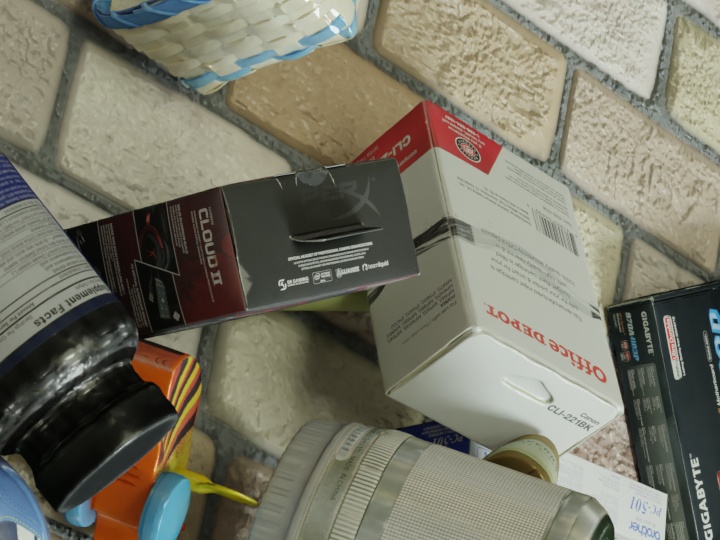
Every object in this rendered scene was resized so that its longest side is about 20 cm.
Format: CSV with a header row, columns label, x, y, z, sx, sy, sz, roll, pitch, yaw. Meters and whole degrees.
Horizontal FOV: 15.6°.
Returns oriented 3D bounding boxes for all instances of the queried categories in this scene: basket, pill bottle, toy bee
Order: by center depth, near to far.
label,x,y,z,sx,sy,sz,roll,pitch,yaw
pill bottle,-0.192,0.028,1.428,0.200,0.112,0.112,51,45,7
toy bee,-0.134,0.130,1.532,0.131,0.201,0.109,38,16,8
basket,-0.099,-0.214,1.589,0.200,0.175,0.140,50,34,-43

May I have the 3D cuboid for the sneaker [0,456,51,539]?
label,x,y,z,sx,sy,sz,roll,pitch,yaw
sneaker,-0.206,0.179,1.439,0.201,0.074,0.082,63,21,-12

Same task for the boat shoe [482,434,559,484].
label,x,y,z,sx,sy,sz,roll,pitch,yaw
boat shoe,0.068,0.184,1.665,0.074,0.200,0.066,40,30,4

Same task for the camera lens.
label,x,y,z,sx,sy,sz,roll,pitch,yaw
camera lens,0.043,0.186,1.545,0.160,0.199,0.161,18,90,-76

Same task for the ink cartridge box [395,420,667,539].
label,x,y,z,sx,sy,sz,roll,pitch,yaw
ink cartridge box,0.108,0.150,1.764,0.199,0.094,0.045,24,63,-39

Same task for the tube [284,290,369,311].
label,x,y,z,sx,sy,sz,roll,pitch,yaw
tube,0.000,0.000,1.725,0.199,0.052,0.058,-3,114,-49

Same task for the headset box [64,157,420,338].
label,x,y,z,sx,sy,sz,roll,pitch,yaw
headset box,-0.074,-0.010,1.539,0.148,0.199,0.076,-12,89,-47

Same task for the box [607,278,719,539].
label,x,y,z,sx,sy,sz,roll,pitch,yaw
box,0.267,0.109,1.967,0.158,0.046,0.202,-9,88,-46

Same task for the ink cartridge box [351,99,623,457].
label,x,y,z,sx,sy,sz,roll,pitch,yaw
ink cartridge box,0.078,0.011,1.689,0.144,0.084,0.201,29,35,-35
